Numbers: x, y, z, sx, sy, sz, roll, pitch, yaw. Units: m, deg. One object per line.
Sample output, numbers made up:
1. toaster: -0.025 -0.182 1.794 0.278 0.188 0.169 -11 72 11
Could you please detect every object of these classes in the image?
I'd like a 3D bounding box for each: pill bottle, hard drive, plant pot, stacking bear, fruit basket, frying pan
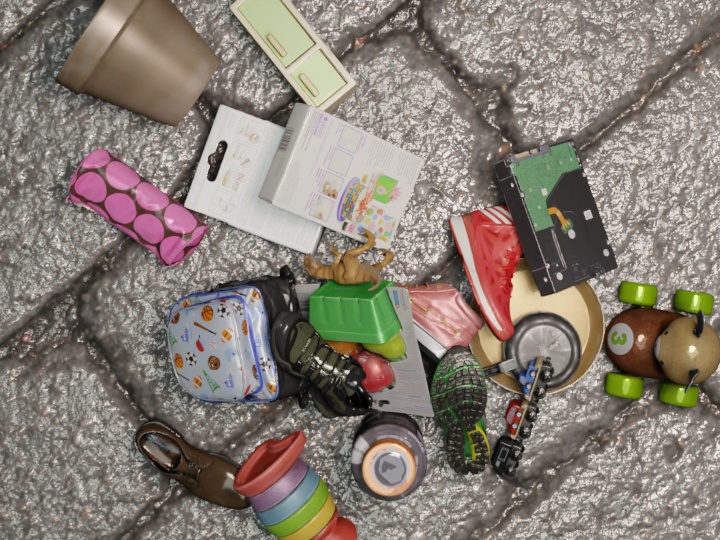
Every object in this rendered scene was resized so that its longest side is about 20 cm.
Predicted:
1. pill bottle: 0.039 0.256 1.534 0.106 0.200 0.107 0 91 1
2. hard drive: 0.277 -0.076 1.567 0.139 0.038 0.201 -20 90 -35
3. plant pot: -0.299 -0.298 1.553 0.173 0.200 0.200 34 92 -17
4. stacking bear: -0.080 0.346 1.586 0.200 0.121 0.114 52 51 -12
5. fruit basket: 0.009 0.108 1.551 0.185 0.094 0.201 1 122 34
6. frying pan: 0.225 0.115 1.589 0.189 0.031 0.115 1 91 -2
7. plant pot: 0.253 0.080 1.613 0.199 0.027 0.201 0 90 2

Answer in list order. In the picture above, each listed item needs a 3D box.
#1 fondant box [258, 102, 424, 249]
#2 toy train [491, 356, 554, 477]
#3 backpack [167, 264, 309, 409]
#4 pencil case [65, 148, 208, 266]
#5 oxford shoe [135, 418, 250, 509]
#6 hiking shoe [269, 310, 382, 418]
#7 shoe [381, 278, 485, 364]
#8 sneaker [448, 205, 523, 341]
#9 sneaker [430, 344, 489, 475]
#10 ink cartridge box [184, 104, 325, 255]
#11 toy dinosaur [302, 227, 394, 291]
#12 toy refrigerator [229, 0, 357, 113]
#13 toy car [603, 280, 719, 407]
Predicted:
1. fondant box: -0.025 -0.129 1.555 0.200 0.058 0.145 22 92 -29
2. toy train: 0.229 0.207 1.583 0.046 0.034 0.201 20 114 9
3. backpack: -0.181 0.104 1.546 0.190 0.154 0.201 -8 89 43
4. pencil case: -0.321 -0.085 1.593 0.200 0.091 0.094 36 92 -2
5. oxford shoe: -0.242 0.290 1.600 0.200 0.084 0.073 29 90 -1
6. hiking shoe: -0.041 0.124 1.482 0.100 0.200 0.076 -1 48 37
7. shoe: 0.080 0.045 1.590 0.200 0.072 0.091 40 81 15
8. sneaker: 0.205 -0.007 1.559 0.115 0.078 0.201 -21 70 6
9. sneaker: 0.139 0.188 1.562 0.078 0.085 0.201 -4 121 4
10. ink cartridge box: -0.132 -0.131 1.609 0.199 0.057 0.163 20 92 5
11. toy dinosaur: 0.000 0.000 1.505 0.106 0.200 0.060 -46 119 -23
12. toy refrigerator: -0.095 -0.319 1.592 0.076 0.070 0.200 -38 91 1
13. toy car: 0.428 0.107 1.522 0.157 0.200 0.165 8 91 1
